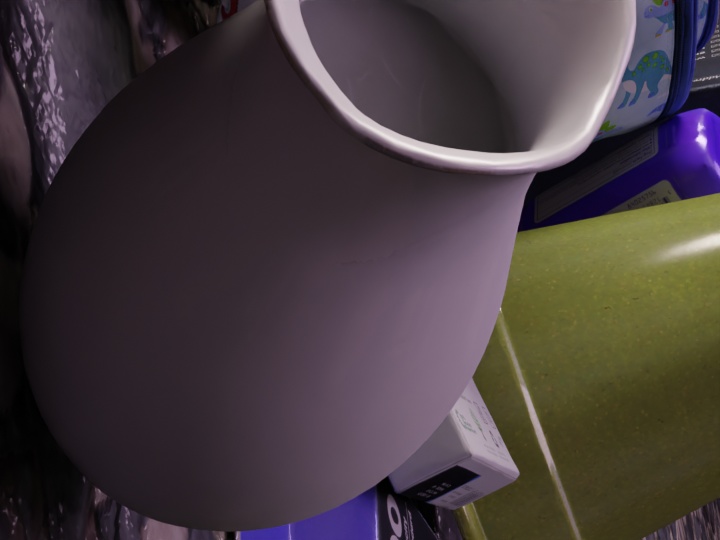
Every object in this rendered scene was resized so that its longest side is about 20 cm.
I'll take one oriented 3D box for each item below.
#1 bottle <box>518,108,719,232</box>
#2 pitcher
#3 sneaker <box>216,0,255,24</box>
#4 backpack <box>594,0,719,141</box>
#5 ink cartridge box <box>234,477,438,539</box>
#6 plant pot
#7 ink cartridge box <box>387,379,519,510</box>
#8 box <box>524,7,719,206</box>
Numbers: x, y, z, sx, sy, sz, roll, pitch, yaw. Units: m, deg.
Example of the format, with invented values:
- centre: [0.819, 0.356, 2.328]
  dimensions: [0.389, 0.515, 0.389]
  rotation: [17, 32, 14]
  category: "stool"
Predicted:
- centre: [0.124, -0.009, 1.019]
  dimensions: [0.084, 0.200, 0.065]
  rotation: [40, 35, -28]
  category: "bottle"
- centre: [0.001, -0.026, 0.490]
  dimensions: [0.121, 0.200, 0.172]
  rotation: [45, 49, 6]
  category: "pitcher"
- centre: [-0.032, -0.110, 0.635]
  dimensions: [0.112, 0.200, 0.071]
  rotation: [37, 28, -4]
  category: "sneaker"
- centre: [0.106, -0.165, 0.994]
  dimensions: [0.200, 0.147, 0.183]
  rotation: [-129, -154, -54]
  category: "backpack"
- centre: [0.003, 0.175, 0.719]
  dimensions: [0.200, 0.043, 0.198]
  rotation: [55, 28, -58]
  category: "ink cartridge box"
- centre: [0.127, 0.047, 0.903]
  dimensions: [0.200, 0.190, 0.200]
  rotation: [-20, 90, -84]
  category: "plant pot"
- centre: [0.000, 0.000, 0.776]
  dimensions: [0.200, 0.039, 0.099]
  rotation: [66, 10, 17]
  category: "ink cartridge box"
- centre: [0.146, -0.068, 1.155]
  dimensions: [0.197, 0.200, 0.124]
  rotation: [-62, 140, -69]
  category: "box"
